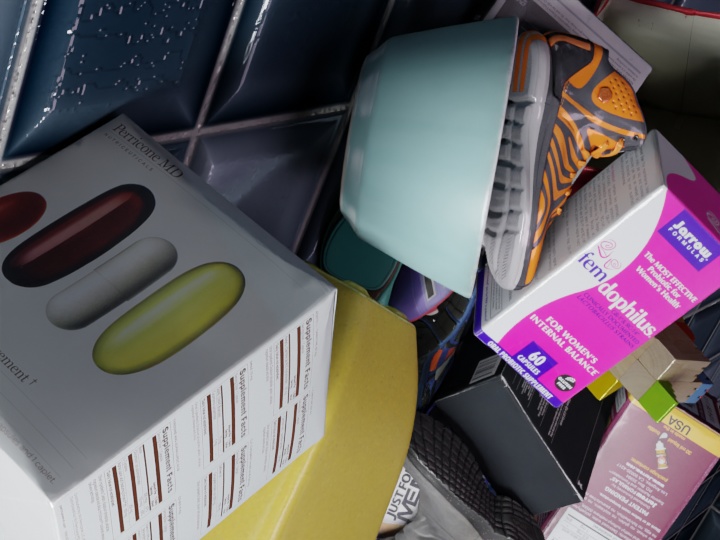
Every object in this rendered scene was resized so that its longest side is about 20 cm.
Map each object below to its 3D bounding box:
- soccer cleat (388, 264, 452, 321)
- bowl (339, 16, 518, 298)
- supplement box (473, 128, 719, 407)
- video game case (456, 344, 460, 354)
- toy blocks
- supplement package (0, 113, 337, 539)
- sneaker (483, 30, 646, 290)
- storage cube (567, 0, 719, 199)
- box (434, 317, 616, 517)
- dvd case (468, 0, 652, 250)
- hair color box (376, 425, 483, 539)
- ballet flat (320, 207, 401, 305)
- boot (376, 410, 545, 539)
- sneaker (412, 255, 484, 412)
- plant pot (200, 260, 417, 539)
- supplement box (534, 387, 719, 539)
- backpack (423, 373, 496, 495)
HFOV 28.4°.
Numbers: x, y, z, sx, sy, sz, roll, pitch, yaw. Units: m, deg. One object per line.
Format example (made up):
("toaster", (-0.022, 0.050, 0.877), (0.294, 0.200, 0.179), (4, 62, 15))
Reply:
("soccer cleat", (0.077, -0.048, 1.186), (0.076, 0.067, 0.200), (35, 96, -38))
("bowl", (0.045, -0.088, 1.013), (0.201, 0.104, 0.203), (10, 90, -88))
("supplement box", (0.196, 0.000, 1.145), (0.200, 0.101, 0.104), (-42, -162, 25))
("video game case", (0.017, 0.113, 1.374), (0.200, 0.023, 0.182), (-48, 154, -12))
("toy blocks", (0.245, 0.046, 1.274), (0.100, 0.200, 0.136), (-51, 150, 21))
("supplement package", (-0.149, 0.054, 0.812), (0.200, 0.191, 0.148), (-37, 152, -31))
("sneaker", (0.163, -0.080, 1.103), (0.111, 0.078, 0.202), (5, 101, -20))
("storage cube", (0.274, -0.114, 1.279), (0.180, 0.169, 0.201), (69, 37, -65))
("box", (0.157, 0.103, 1.285), (0.079, 0.142, 0.200), (-26, -162, 33))
("dvd case", (0.123, -0.125, 1.134), (0.150, 0.025, 0.201), (35, 89, -24))
("hair color box", (-0.005, 0.185, 1.253), (0.198, 0.065, 0.110), (11, 122, -17))
("ballet flat", (0.000, 0.000, 1.167), (0.071, 0.067, 0.201), (-60, 170, -52))
("boot", (0.054, 0.215, 1.209), (0.131, 0.200, 0.070), (-31, -157, 26))
("sneaker", (0.057, 0.058, 1.283), (0.078, 0.075, 0.201), (-18, 141, -56))
("plant pot", (-0.065, 0.091, 1.022), (0.201, 0.193, 0.195), (-61, 155, -3))
("supplement box", (0.252, 0.196, 1.359), (0.201, 0.103, 0.131), (-59, 179, 16))
("backpack", (0.115, 0.185, 1.456), (0.183, 0.147, 0.200), (-42, 172, -31))
